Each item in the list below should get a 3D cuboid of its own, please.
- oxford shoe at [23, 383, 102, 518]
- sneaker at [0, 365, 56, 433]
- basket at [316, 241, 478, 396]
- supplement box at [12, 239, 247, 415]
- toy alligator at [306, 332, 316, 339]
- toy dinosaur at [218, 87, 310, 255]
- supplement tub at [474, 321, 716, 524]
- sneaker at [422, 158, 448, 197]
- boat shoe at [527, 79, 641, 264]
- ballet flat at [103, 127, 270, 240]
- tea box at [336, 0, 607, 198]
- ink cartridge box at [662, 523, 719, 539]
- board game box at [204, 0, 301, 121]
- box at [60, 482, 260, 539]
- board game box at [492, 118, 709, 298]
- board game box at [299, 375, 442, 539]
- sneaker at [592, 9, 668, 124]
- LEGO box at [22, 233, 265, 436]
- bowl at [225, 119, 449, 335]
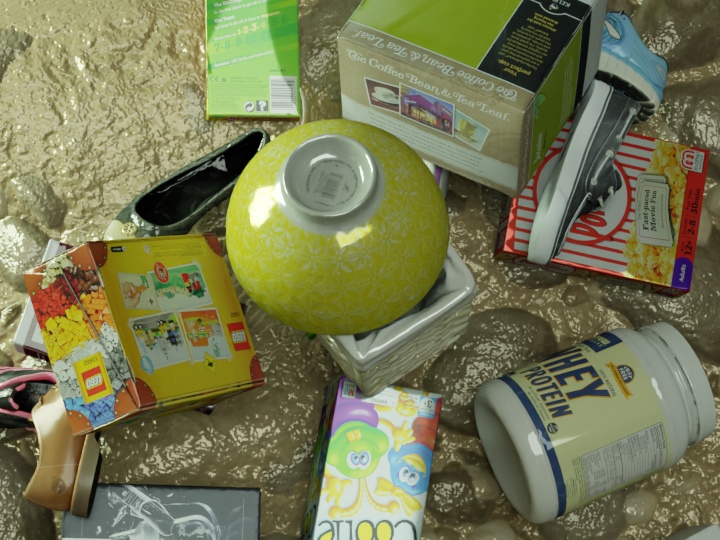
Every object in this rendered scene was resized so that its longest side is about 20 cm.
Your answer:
[{"bbox_3d":[-0.257,0.116,1.474,0.071,0.071,0.201,10,64,-1],"label":"oxford shoe"},{"bbox_3d":[-0.342,0.117,1.530,0.198,0.095,0.080,-1,83,-9],"label":"sneaker"},{"bbox_3d":[0.000,0.000,1.512,0.135,0.124,0.200,-32,67,-12],"label":"basket"},{"bbox_3d":[-0.219,0.055,1.578,0.199,0.061,0.109,19,77,-4],"label":"supplement box"},{"bbox_3d":[-0.027,0.051,1.610,0.199,0.059,0.055,13,78,-7],"label":"toy alligator"},{"bbox_3d":[-0.076,-0.067,1.599,0.201,0.058,0.101,-55,133,-5],"label":"toy dinosaur"},{"bbox_3d":[0.225,0.142,1.591,0.199,0.145,0.146,-22,84,-12],"label":"supplement tub"},{"bbox_3d":[0.031,-0.067,1.634,0.099,0.075,0.201,10,68,13],"label":"sneaker"},{"bbox_3d":[0.224,-0.089,1.626,0.067,0.072,0.201,24,69,-2],"label":"boat shoe"},{"bbox_3d":[-0.169,-0.078,1.600,0.200,0.057,0.066,-38,68,-22],"label":"ballet flat"},{"bbox_3d":[0.109,-0.211,1.592,0.199,0.134,0.197,25,59,18],"label":"tea box"},{"bbox_3d":[0.317,0.366,1.595,0.147,0.086,0.201,-24,86,-13],"label":"ink cartridge box"},{"bbox_3d":[-0.110,-0.251,1.669,0.095,0.030,0.202,0,82,-10],"label":"board game box"},{"bbox_3d":[-0.187,0.300,1.516,0.181,0.104,0.201,2,79,-7],"label":"box"},{"bbox_3d":[0.246,-0.067,1.682,0.199,0.046,0.153,11,78,-7],"label":"board game box"},{"bbox_3d":[0.006,0.212,1.563,0.104,0.103,0.201,11,78,-7],"label":"board game box"},{"bbox_3d":[0.235,-0.240,1.711,0.200,0.078,0.090,39,57,-4],"label":"sneaker"},{"bbox_3d":[-0.185,0.052,1.451,0.077,0.200,0.150,-22,82,28],"label":"LEGO box"},{"bbox_3d":[-0.024,-0.056,1.412,0.199,0.108,0.201,-2,65,3],"label":"bowl"}]
